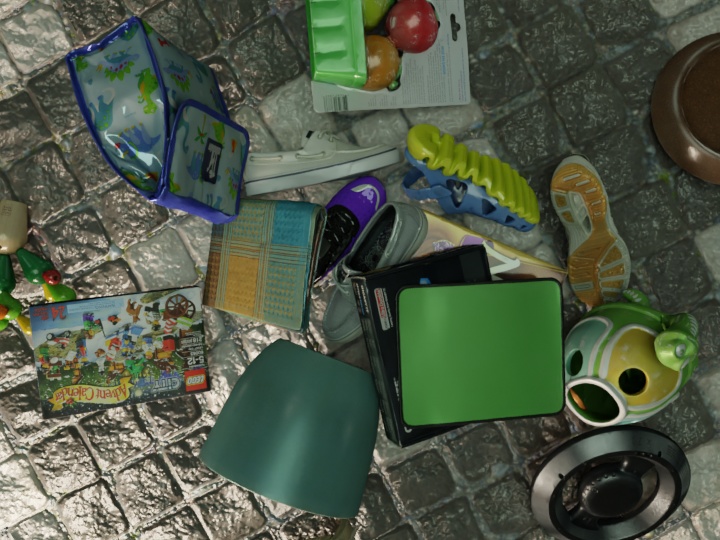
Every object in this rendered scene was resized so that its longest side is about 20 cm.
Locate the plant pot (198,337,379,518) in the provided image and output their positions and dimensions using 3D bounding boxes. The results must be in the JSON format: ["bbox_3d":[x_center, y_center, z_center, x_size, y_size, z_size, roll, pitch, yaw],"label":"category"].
[{"bbox_3d":[-0.068,0.175,0.814,0.200,0.201,0.161,21,83,0],"label":"plant pot"}]

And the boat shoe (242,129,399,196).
[{"bbox_3d":[-0.053,-0.143,0.853,0.199,0.071,0.070,-10,96,8],"label":"boat shoe"}]

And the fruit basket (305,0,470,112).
[{"bbox_3d":[0.032,-0.291,0.842,0.199,0.094,0.186,-6,94,-14],"label":"fruit basket"}]

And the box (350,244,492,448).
[{"bbox_3d":[0.087,0.083,0.794,0.159,0.046,0.201,-14,96,-20],"label":"box"}]

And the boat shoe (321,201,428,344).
[{"bbox_3d":[0.001,0.000,0.827,0.201,0.071,0.070,-56,49,14],"label":"boat shoe"}]

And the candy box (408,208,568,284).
[{"bbox_3d":[0.143,0.013,0.863,0.200,0.056,0.117,22,94,-2],"label":"candy box"}]

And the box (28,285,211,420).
[{"bbox_3d":[-0.294,0.098,0.850,0.199,0.038,0.137,-7,94,-21],"label":"box"}]

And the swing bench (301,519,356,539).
[{"bbox_3d":[-0.074,0.447,0.860,0.200,0.130,0.199,-20,93,2],"label":"swing bench"}]

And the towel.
[{"bbox_3d":[-0.120,-0.013,0.819,0.200,0.022,0.147,9,91,44],"label":"towel"}]

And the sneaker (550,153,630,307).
[{"bbox_3d":[0.288,-0.052,0.848,0.075,0.088,0.200,-9,117,22],"label":"sneaker"}]

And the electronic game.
[{"bbox_3d":[0.311,0.273,0.856,0.199,0.042,0.200,-1,119,-2],"label":"electronic game"}]

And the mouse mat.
[{"bbox_3d":[0.137,0.092,0.769,0.199,0.008,0.161,-2,92,-10],"label":"mouse mat"}]

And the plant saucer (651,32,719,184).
[{"bbox_3d":[0.462,-0.203,0.830,0.200,0.034,0.201,-1,81,9],"label":"plant saucer"}]

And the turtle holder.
[{"bbox_3d":[0.317,0.115,0.796,0.132,0.185,0.141,-39,112,-32],"label":"turtle holder"}]

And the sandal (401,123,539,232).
[{"bbox_3d":[0.132,-0.103,0.855,0.200,0.080,0.087,29,131,-8],"label":"sandal"}]

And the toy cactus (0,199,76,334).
[{"bbox_3d":[-0.461,-0.008,0.865,0.199,0.102,0.166,6,84,9],"label":"toy cactus"}]

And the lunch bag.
[{"bbox_3d":[-0.215,-0.155,0.778,0.127,0.170,0.200,-22,80,15],"label":"lunch bag"}]

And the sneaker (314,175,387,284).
[{"bbox_3d":[-0.040,-0.034,0.840,0.070,0.100,0.200,43,94,-4],"label":"sneaker"}]
